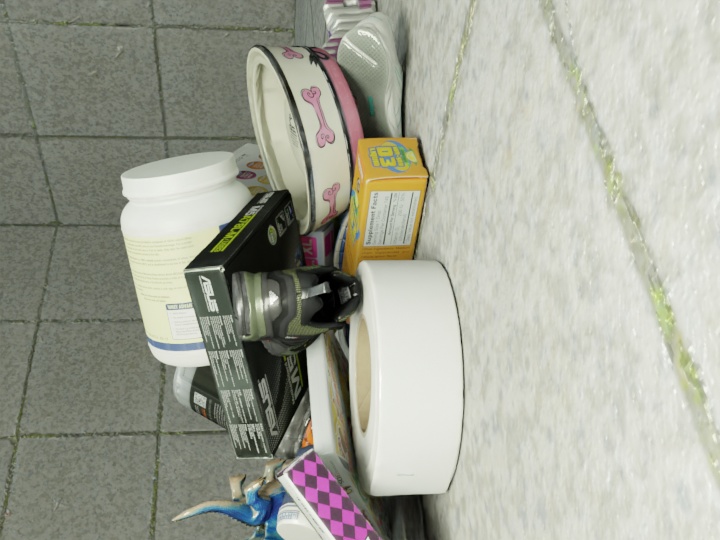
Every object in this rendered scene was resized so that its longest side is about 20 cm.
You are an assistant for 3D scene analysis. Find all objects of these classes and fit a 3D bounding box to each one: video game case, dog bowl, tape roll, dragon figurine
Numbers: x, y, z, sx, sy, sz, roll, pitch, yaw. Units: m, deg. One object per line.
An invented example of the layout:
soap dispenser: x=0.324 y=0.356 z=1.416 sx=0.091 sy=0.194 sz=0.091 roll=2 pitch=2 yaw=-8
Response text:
video game case: x=0.001 y=0.246 z=0.718 sx=0.201 sy=0.036 sz=0.182 roll=51 pitch=165 yaw=7
video game case: x=-0.012 y=0.164 z=0.859 sx=0.202 sy=0.022 sz=0.184 roll=-99 pitch=-12 yaw=-51
dog bowl: x=-0.057 y=-0.144 z=0.890 sx=0.200 sy=0.072 sz=0.204 roll=163 pitch=91 yaw=-75
tape roll: x=0.034 y=0.093 z=0.741 sx=0.202 sy=0.069 sz=0.207 roll=180 pitch=90 yaw=-82
dragon figurine: x=-0.098 y=0.261 z=0.877 sx=0.058 sy=0.198 sz=0.102 roll=-10 pitch=91 yaw=38

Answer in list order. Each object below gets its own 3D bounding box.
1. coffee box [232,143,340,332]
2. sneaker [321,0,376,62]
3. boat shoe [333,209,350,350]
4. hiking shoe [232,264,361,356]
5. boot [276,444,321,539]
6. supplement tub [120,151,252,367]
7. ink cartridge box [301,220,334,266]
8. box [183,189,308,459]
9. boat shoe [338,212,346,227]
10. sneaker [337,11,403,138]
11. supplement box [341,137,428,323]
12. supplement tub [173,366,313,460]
coffee box: x=-0.107 y=-0.031 z=1.116 sx=0.200 sy=0.194 sz=0.204 roll=-53 pitch=-28 yaw=-58
sneaker: x=-0.008 y=-0.268 z=1.054 sx=0.202 sy=0.079 sz=0.090 roll=-92 pitch=0 yaw=-47
boat shoe: x=0.000 y=0.000 z=0.981 sx=0.073 sy=0.071 sz=0.204 roll=-101 pitch=14 yaw=-60
hiking shoe: x=-0.043 y=0.037 z=0.753 sx=0.200 sy=0.098 sz=0.078 roll=18 pitch=-112 yaw=-78
boot: x=-0.010 y=0.273 z=0.889 sx=0.201 sy=0.072 sz=0.091 roll=53 pitch=-142 yaw=-35
supplement tub: x=-0.177 y=-0.015 z=0.903 sx=0.145 sy=0.142 sz=0.204 roll=-115 pitch=16 yaw=-72
ink cartridge box: x=-0.126 y=-0.006 z=0.994 sx=0.042 sy=0.196 sz=0.122 roll=-48 pitch=-39 yaw=-57
box: x=-0.096 y=0.047 z=0.834 sx=0.194 sy=0.046 sz=0.204 roll=-64 pitch=-33 yaw=-63
boat shoe: x=0.005 y=-0.141 z=0.992 sx=0.066 sy=0.068 sz=0.204 roll=-70 pitch=-20 yaw=-67
sneaker: x=0.021 y=-0.179 z=0.901 sx=0.081 sy=0.069 sz=0.203 roll=-62 pitch=-21 yaw=-45
supplement box: x=0.020 y=-0.036 z=0.854 sx=0.067 sy=0.067 sz=0.202 roll=-102 pitch=17 yaw=-45
supplement tub: x=-0.116 y=0.146 z=1.007 sx=0.123 sy=0.197 sz=0.124 roll=-55 pitch=-19 yaw=-29
